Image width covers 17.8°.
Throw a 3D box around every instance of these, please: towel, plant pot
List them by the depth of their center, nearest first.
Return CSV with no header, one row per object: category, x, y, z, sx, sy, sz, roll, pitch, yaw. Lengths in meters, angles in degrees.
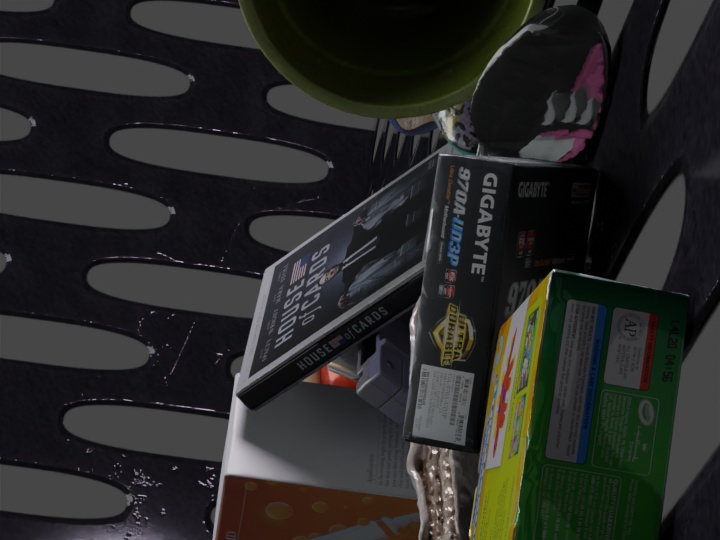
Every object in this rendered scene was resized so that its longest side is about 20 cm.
towel,0.068,0.125,1.399,0.133,0.034,0.200,56,-154,-44
plant pot,0.024,-0.222,1.538,0.190,0.200,0.200,-82,1,-71

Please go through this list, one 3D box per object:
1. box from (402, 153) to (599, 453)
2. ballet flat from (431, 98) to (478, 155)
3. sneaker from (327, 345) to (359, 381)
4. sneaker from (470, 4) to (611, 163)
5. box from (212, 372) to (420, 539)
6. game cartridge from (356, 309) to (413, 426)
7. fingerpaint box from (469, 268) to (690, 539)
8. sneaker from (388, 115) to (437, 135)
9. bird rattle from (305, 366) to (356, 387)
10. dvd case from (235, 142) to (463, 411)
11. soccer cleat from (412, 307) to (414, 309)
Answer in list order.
box,0.083,0.015,1.320,0.200,0.046,0.159,-4,-78,-71
ballet flat,0.082,-0.165,1.619,0.200,0.072,0.072,-82,3,-48
sneaker,0.042,0.055,1.720,0.200,0.078,0.077,7,-76,-62
sneaker,0.111,-0.104,1.476,0.200,0.080,0.086,113,180,-50
box,-0.001,0.160,1.652,0.124,0.200,0.098,101,176,-46
game cartridge,0.056,0.055,1.613,0.038,0.130,0.200,-48,20,26
fingerpaint box,0.100,0.117,1.131,0.167,0.073,0.200,116,164,-77
sneaker,0.071,-0.172,1.796,0.200,0.075,0.088,-56,9,36
bird rattle,0.021,0.099,1.897,0.113,0.163,0.200,15,-88,-75
dvd case,0.000,0.000,1.603,0.200,0.025,0.150,-34,25,27
soccer cleat,0.101,0.028,1.516,0.068,0.073,0.200,-62,19,-6
